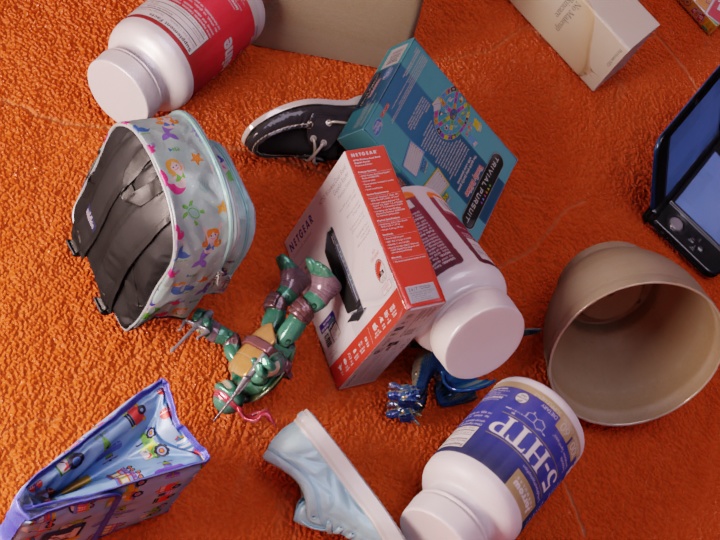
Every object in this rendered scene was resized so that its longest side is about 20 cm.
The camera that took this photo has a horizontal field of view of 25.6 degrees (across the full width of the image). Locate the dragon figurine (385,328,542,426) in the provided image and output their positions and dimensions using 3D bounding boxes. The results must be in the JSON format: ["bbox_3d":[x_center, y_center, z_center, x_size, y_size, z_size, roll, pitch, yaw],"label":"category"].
[{"bbox_3d":[0.108,0.112,1.715,0.197,0.059,0.101,-3,66,-24],"label":"dragon figurine"}]

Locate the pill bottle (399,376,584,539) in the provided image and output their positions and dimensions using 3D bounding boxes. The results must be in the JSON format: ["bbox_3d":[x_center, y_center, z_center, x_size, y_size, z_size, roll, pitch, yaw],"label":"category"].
[{"bbox_3d":[0.133,0.215,1.637,0.120,0.120,0.200,44,56,3],"label":"pill bottle"}]

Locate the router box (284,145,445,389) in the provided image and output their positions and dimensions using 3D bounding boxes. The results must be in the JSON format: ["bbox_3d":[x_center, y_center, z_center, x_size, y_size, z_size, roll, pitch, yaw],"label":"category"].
[{"bbox_3d":[0.000,0.000,1.642,0.048,0.200,0.181,-11,68,-27],"label":"router box"}]

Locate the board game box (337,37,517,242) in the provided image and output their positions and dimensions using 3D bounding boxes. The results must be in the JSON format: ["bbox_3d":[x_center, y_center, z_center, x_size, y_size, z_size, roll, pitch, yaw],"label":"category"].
[{"bbox_3d":[0.079,-0.136,1.795,0.200,0.047,0.152,47,52,-24],"label":"board game box"}]

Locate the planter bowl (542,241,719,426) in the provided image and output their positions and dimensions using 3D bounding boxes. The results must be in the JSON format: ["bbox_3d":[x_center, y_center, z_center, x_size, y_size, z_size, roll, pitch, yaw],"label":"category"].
[{"bbox_3d":[0.289,0.054,1.763,0.198,0.202,0.135,11,33,-18],"label":"planter bowl"}]

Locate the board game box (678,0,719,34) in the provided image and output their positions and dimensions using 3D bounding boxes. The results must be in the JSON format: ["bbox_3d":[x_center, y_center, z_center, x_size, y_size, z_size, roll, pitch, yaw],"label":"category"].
[{"bbox_3d":[0.505,-0.407,2.177,0.096,0.030,0.199,49,54,5],"label":"board game box"}]

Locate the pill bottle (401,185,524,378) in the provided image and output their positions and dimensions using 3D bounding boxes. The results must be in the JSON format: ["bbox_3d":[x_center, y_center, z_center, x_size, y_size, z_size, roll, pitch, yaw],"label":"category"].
[{"bbox_3d":[0.084,0.013,1.666,0.113,0.115,0.201,-8,42,-26],"label":"pill bottle"}]

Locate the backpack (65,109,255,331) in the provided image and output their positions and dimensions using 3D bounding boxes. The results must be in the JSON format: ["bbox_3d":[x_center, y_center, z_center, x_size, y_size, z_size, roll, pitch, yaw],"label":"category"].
[{"bbox_3d":[-0.194,-0.057,1.578,0.149,0.201,0.179,-15,65,-29],"label":"backpack"}]

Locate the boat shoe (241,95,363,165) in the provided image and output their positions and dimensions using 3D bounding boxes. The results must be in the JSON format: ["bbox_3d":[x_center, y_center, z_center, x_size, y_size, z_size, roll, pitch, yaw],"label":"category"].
[{"bbox_3d":[-0.039,-0.150,1.781,0.198,0.074,0.061,-10,64,-36],"label":"boat shoe"}]

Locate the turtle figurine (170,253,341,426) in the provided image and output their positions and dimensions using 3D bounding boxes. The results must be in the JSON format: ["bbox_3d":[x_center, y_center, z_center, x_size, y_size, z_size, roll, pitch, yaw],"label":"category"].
[{"bbox_3d":[-0.108,0.076,1.619,0.149,0.101,0.201,20,63,40],"label":"turtle figurine"}]

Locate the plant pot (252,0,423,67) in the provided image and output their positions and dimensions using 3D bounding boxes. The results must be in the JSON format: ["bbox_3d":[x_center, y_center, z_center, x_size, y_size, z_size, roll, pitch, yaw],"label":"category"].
[{"bbox_3d":[-0.016,-0.379,1.842,0.197,0.177,0.202,7,62,-19],"label":"plant pot"}]

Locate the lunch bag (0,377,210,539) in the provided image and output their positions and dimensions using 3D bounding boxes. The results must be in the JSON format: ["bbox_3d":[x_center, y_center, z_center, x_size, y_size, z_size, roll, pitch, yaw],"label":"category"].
[{"bbox_3d":[-0.258,0.202,1.453,0.199,0.151,0.095,-26,77,-32],"label":"lunch bag"}]

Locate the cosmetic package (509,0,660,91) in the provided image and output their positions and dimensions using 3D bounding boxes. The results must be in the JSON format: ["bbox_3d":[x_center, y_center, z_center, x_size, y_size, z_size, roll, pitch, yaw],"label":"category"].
[{"bbox_3d":[0.267,-0.338,1.990,0.073,0.104,0.200,-37,82,-31],"label":"cosmetic package"}]

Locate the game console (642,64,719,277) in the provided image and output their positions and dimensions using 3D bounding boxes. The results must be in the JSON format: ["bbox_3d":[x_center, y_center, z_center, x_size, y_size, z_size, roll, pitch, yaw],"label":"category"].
[{"bbox_3d":[0.441,-0.125,1.948,0.171,0.118,0.200,43,57,2],"label":"game console"}]

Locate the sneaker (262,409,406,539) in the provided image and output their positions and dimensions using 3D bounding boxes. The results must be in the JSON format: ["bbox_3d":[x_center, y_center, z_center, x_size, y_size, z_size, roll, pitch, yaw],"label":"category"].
[{"bbox_3d":[-0.024,0.241,1.598,0.082,0.074,0.201,-37,88,-3],"label":"sneaker"}]

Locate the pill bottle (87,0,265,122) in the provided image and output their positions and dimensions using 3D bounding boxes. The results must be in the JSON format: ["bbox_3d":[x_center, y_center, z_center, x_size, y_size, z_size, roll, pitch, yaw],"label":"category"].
[{"bbox_3d":[-0.202,-0.247,1.731,0.112,0.112,0.200,41,56,1],"label":"pill bottle"}]
